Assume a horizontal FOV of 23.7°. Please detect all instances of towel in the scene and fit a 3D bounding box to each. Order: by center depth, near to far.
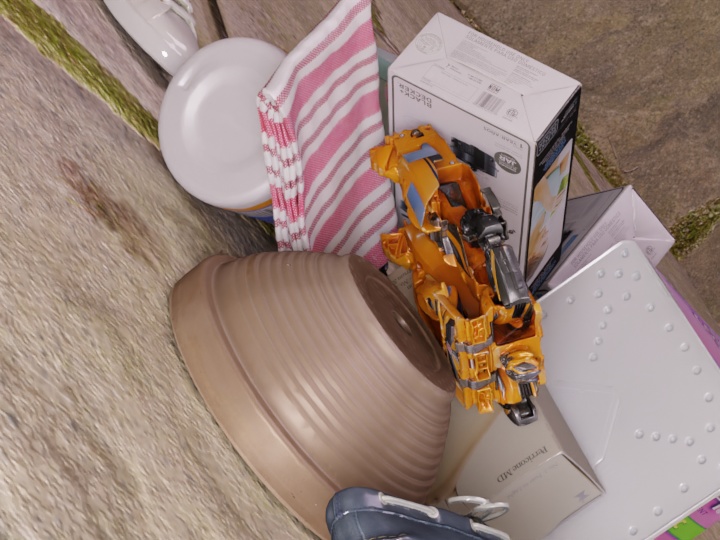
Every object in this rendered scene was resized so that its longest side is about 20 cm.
[{"bbox_3d":[-0.013,-0.063,1.093,0.147,0.030,0.201,-58,148,-48],"label":"towel"}]

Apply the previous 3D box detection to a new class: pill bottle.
[{"bbox_3d":[-0.048,-0.087,1.187,0.112,0.112,0.200,55,14,16],"label":"pill bottle"}]

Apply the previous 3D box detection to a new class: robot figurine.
[{"bbox_3d":[0.060,0.005,1.052,0.200,0.058,0.146,-114,-168,-51],"label":"robot figurine"}]

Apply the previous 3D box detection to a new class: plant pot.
[{"bbox_3d":[-0.010,0.058,0.978,0.201,0.092,0.201,49,14,-16],"label":"plant pot"}]

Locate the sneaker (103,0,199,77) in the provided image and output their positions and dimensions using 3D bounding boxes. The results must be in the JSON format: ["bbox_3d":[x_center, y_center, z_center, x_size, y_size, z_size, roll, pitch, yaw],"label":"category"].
[{"bbox_3d":[-0.151,-0.228,1.277,0.073,0.084,0.201,37,21,-54],"label":"sneaker"}]

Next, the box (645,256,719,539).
[{"bbox_3d":[0.188,0.122,1.244,0.176,0.200,0.097,42,15,-38],"label":"box"}]

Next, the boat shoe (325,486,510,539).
[{"bbox_3d":[0.047,0.152,0.873,0.199,0.075,0.062,20,44,-50],"label":"boat shoe"}]

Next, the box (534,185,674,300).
[{"bbox_3d":[0.147,0.003,1.383,0.060,0.117,0.200,47,-21,-14],"label":"box"}]

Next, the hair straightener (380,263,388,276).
[{"bbox_3d":[0.000,0.000,1.307,0.077,0.041,0.200,43,11,-33],"label":"hair straightener"}]

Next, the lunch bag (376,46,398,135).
[{"bbox_3d":[0.056,-0.114,1.537,0.200,0.122,0.170,50,-3,-31],"label":"lunch bag"}]

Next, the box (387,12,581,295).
[{"bbox_3d":[0.081,-0.069,1.172,0.116,0.060,0.201,28,-29,20],"label":"box"}]

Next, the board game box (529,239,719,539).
[{"bbox_3d":[0.145,0.106,1.133,0.026,0.199,0.201,42,15,-47],"label":"board game box"}]

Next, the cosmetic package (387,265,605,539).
[{"bbox_3d":[0.067,0.087,1.132,0.073,0.103,0.201,45,13,-46],"label":"cosmetic package"}]
